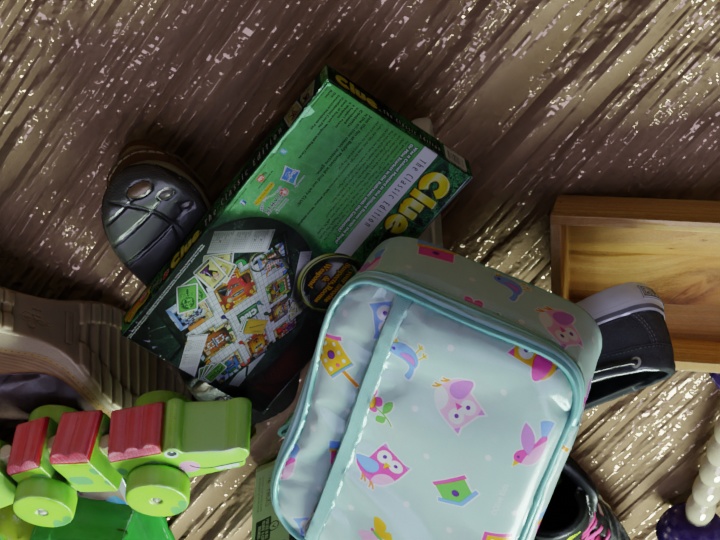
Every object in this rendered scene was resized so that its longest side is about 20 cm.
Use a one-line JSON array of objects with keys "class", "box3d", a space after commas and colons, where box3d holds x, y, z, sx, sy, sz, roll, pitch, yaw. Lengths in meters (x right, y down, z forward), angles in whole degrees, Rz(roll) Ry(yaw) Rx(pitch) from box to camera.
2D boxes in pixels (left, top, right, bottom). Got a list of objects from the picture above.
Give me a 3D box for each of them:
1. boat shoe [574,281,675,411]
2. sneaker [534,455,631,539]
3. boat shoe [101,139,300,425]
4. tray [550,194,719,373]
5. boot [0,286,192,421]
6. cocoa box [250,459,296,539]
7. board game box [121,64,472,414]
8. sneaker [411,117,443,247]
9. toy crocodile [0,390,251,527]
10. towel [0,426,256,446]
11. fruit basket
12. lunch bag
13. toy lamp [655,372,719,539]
[{"class": "boat shoe", "box3d": [0.102, 0.082, 0.974, 0.199, 0.067, 0.070, -30, 148, 22]}, {"class": "sneaker", "box3d": [0.130, 0.168, 1.087, 0.074, 0.087, 0.200, -41, 118, -1]}, {"class": "boat shoe", "box3d": [-0.093, 0.004, 0.987, 0.075, 0.074, 0.201, -22, 124, 2]}, {"class": "tray", "box3d": [0.214, 0.010, 0.972, 0.197, 0.037, 0.100, 4, 117, 16]}, {"class": "boot", "box3d": [-0.228, 0.071, 1.057, 0.199, 0.073, 0.166, 28, 141, -35]}, {"class": "cocoa box", "box3d": [0.013, 0.215, 1.064, 0.130, 0.201, 0.134, -25, 123, 18]}, {"class": "board game box", "box3d": [-0.038, -0.012, 0.922, 0.104, 0.024, 0.200, 33, 114, -21]}, {"class": "sneaker", "box3d": [0.000, 0.000, 0.988, 0.098, 0.071, 0.202, -1, 124, 6]}, {"class": "toy crocodile", "box3d": [-0.157, 0.108, 0.975, 0.198, 0.068, 0.062, -9, 143, 20]}, {"class": "towel", "box3d": [-0.170, 0.116, 1.067, 0.197, 0.086, 0.018, -4, 97, 3]}, {"class": "fruit basket", "box3d": [-0.228, 0.204, 1.128, 0.197, 0.094, 0.187, -5, 131, 12]}, {"class": "lunch bag", "box3d": [0.035, 0.091, 0.919, 0.159, 0.077, 0.202, 23, 120, 6]}, {"class": "toy lamp", "box3d": [0.242, 0.109, 1.070, 0.057, 0.059, 0.202, 5, 127, -3]}]
